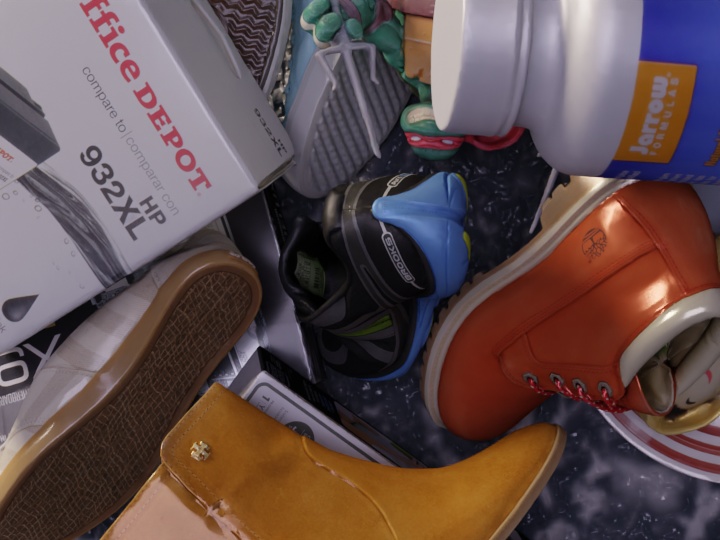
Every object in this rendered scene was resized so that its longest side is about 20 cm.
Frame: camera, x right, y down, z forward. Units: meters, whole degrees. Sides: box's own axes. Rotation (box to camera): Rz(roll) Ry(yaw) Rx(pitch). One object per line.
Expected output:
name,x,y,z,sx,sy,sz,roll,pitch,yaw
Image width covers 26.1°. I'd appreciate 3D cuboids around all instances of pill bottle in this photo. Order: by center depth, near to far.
pill bottle,0.133,-0.094,0.660,0.197,0.112,0.114,2,89,-7

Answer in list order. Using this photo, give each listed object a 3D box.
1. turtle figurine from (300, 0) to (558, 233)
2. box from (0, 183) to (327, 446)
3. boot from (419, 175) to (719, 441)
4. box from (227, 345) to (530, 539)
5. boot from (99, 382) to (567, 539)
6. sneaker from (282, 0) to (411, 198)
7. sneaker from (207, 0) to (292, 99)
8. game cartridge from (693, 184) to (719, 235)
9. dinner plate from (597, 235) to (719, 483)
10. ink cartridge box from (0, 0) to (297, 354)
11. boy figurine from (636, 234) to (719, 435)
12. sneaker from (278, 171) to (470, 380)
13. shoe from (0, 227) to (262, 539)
turtle figurine,0.043,-0.124,0.746,0.148,0.101,0.203,2,103,-9
box,-0.133,0.011,0.837,0.198,0.050,0.160,-16,87,7
boot,0.101,0.040,0.745,0.200,0.074,0.108,-52,48,39
box,-0.005,0.146,0.785,0.199,0.060,0.117,35,94,-10
boot,-0.013,0.099,0.712,0.144,0.071,0.201,45,73,3
sneaker,-0.010,-0.142,0.823,0.081,0.074,0.202,26,98,37
sneaker,-0.067,-0.161,0.811,0.072,0.085,0.203,2,84,4
game cartridge,0.217,-0.080,0.751,0.197,0.041,0.135,3,108,5
dinner plate,0.201,0.009,0.804,0.197,0.024,0.203,0,88,7
ink cartridge box,-0.154,-0.058,0.743,0.199,0.084,0.146,-30,97,16
boy figurine,0.209,0.013,0.740,0.198,0.065,0.124,-26,130,20
sneaker,0.000,0.000,0.751,0.082,0.200,0.072,6,71,-6
shoe,-0.125,0.062,0.787,0.200,0.070,0.053,-49,42,8
